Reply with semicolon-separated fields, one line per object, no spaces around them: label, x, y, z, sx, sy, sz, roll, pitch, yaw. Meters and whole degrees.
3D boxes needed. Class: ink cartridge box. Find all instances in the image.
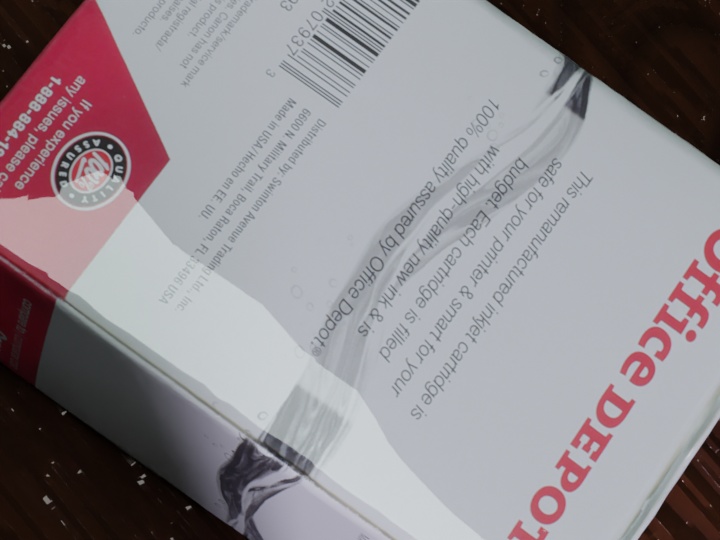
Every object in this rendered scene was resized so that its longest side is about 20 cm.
ink cartridge box;0.000;0.000;0.803;0.200;0.083;0.145;36;66;3
